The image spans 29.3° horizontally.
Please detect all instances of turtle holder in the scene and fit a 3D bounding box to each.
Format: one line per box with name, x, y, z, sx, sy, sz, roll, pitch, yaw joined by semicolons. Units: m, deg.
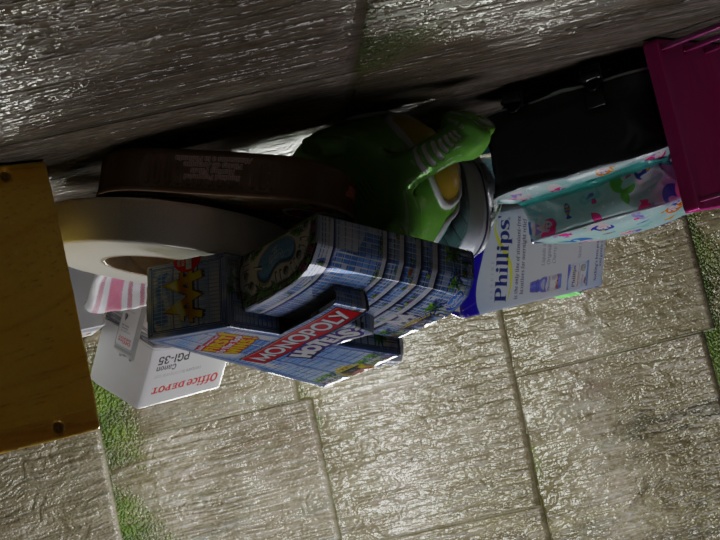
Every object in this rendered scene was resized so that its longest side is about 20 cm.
turtle holder;0.020;-0.077;1.137;0.132;0.141;0.186;-30;150;-41

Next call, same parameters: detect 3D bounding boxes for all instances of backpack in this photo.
backpack;0.222;-0.105;1.222;0.177;0.151;0.200;-16;-179;30

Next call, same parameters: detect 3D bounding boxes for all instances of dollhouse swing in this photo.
dollhouse swing;-0.300;0.039;1.033;0.181;0.201;0.176;-11;177;-43

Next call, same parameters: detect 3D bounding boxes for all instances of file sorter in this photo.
file sorter;0.343;-0.135;1.131;0.125;0.139;0.200;-16;176;35

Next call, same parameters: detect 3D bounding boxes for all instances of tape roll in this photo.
tape roll;-0.153;-0.019;1.114;0.202;0.037;0.203;6;169;1

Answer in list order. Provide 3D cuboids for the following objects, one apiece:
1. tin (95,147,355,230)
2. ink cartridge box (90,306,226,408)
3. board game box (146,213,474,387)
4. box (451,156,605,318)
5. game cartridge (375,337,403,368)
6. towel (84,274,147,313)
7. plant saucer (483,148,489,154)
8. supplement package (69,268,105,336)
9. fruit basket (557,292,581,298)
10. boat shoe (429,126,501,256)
tin;-0.102;-0.061;1.050;0.199;0.042;0.112;4;174;8
ink cartridge box;-0.203;0.040;1.532;0.083;0.201;0.146;27;-159;29
board game box;-0.050;0.026;1.048;0.199;0.062;0.200;11;155;-36
box;0.120;-0.040;1.411;0.200;0.105;0.184;-10;-159;-35
game cartridge;-0.038;0.041;1.330;0.133;0.042;0.200;11;-165;-11
towel;-0.171;-0.024;1.383;0.200;0.030;0.147;-11;139;-45
plant saucer;0.133;-0.135;1.471;0.199;0.019;0.070;-12;178;-4
supplement package;-0.354;0.026;1.529;0.113;0.110;0.200;-12;178;-15
fruit basket;0.240;-0.075;1.953;0.215;0.216;0.155;-12;178;-10
boat shoe;0.098;-0.070;1.237;0.067;0.074;0.200;21;-151;-20
